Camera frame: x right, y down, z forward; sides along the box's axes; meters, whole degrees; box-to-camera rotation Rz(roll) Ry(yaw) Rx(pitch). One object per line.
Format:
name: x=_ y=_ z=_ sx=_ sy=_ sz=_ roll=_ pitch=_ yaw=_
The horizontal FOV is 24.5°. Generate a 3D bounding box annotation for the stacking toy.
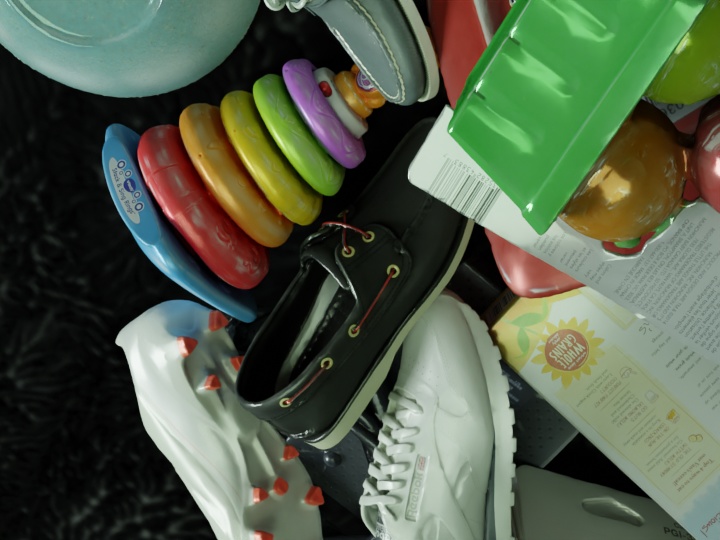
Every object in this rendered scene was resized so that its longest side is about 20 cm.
stacking toy: x=-0.036 y=-0.074 z=0.932 sx=0.199 sy=0.117 sz=0.110 roll=-34 pitch=148 yaw=11

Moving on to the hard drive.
hard drive: x=0.053 y=0.085 z=1.032 sx=0.134 sy=0.042 sz=0.200 roll=37 pitch=123 yaw=-9

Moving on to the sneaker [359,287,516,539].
sneaker: x=0.039 y=0.110 z=0.940 sx=0.080 sy=0.076 sz=0.202 roll=-8 pitch=101 yaw=-17

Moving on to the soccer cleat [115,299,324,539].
soccer cleat: x=-0.081 y=0.111 z=0.985 sx=0.077 sy=0.069 sz=0.202 roll=-13 pitch=104 yaw=46

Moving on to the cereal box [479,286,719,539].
cereal box: x=0.185 y=0.049 z=0.951 sx=0.200 sy=0.040 sz=0.144 roll=43 pitch=100 yaw=-12

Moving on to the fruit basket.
fruit basket: x=0.147 y=-0.064 z=0.717 sx=0.199 sy=0.094 sz=0.186 roll=27 pitch=121 yaw=-9

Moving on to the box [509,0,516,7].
box: x=0.107 y=-0.215 z=0.774 sx=0.121 sy=0.048 sz=0.202 roll=-22 pitch=78 yaw=26

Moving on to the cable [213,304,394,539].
cable: x=-0.039 y=0.115 z=1.023 sx=0.162 sy=0.051 sz=0.202 roll=-15 pitch=109 yaw=28

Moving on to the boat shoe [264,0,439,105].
boat shoe: x=-0.035 y=-0.161 z=0.866 sx=0.201 sy=0.062 sz=0.073 roll=54 pitch=161 yaw=-2

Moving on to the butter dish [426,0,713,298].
butter dish: x=0.157 y=-0.094 z=0.844 sx=0.199 sy=0.147 sz=0.201 roll=-23 pitch=68 yaw=24

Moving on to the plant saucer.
plant saucer: x=-0.152 y=-0.182 z=0.928 sx=0.199 sy=0.039 sz=0.203 roll=7 pitch=123 yaw=11

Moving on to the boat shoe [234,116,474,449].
boat shoe: x=0.001 y=0.001 z=0.921 sx=0.063 sy=0.074 sz=0.203 roll=29 pitch=93 yaw=-37

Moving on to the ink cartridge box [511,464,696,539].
ink cartridge box: x=0.116 y=0.233 z=1.057 sx=0.145 sy=0.083 sz=0.201 roll=16 pitch=126 yaw=-17
